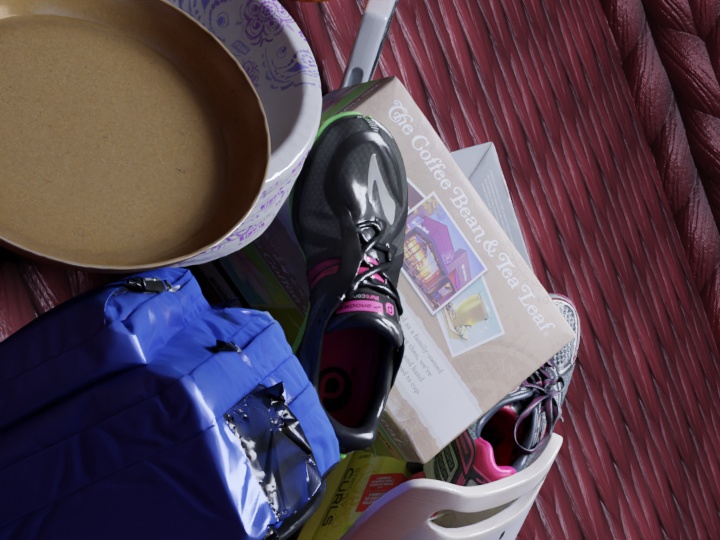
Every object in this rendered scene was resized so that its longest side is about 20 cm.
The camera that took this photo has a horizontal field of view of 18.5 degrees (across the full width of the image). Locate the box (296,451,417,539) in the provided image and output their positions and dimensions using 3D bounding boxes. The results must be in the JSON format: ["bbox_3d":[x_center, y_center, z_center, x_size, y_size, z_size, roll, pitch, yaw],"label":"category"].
[{"bbox_3d":[0.011,0.158,1.474,0.050,0.075,0.200,51,47,-31],"label":"box"}]

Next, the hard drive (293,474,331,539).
[{"bbox_3d":[-0.022,0.121,1.555,0.135,0.042,0.201,-39,111,-63],"label":"hard drive"}]

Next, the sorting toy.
[{"bbox_3d":[0.035,0.160,1.241,0.200,0.180,0.107,-13,57,-41],"label":"sorting toy"}]

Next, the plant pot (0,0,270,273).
[{"bbox_3d":[-0.145,-0.074,1.134,0.028,0.199,0.201,118,-24,-47],"label":"plant pot"}]

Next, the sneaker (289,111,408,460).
[{"bbox_3d":[0.001,0.011,1.252,0.084,0.076,0.201,-176,-92,-65],"label":"sneaker"}]

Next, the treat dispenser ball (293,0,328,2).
[{"bbox_3d":[-0.039,-0.302,1.655,0.201,0.200,0.202,-17,90,-73],"label":"treat dispenser ball"}]

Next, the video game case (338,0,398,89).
[{"bbox_3d":[-0.001,-0.161,1.762,0.200,0.023,0.182,-72,-179,-61],"label":"video game case"}]

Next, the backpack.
[{"bbox_3d":[-0.102,0.086,1.160,0.168,0.162,0.200,69,18,-1],"label":"backpack"}]

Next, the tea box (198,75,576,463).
[{"bbox_3d":[0.000,0.000,1.401,0.200,0.134,0.197,54,-16,-10],"label":"tea box"}]

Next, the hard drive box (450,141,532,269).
[{"bbox_3d":[0.072,-0.004,1.777,0.200,0.077,0.156,142,-68,-77],"label":"hard drive box"}]

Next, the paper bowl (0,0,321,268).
[{"bbox_3d":[-0.130,-0.087,1.238,0.104,0.200,0.201,120,-23,-46],"label":"paper bowl"}]

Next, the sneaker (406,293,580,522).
[{"bbox_3d":[0.106,0.089,1.476,0.081,0.075,0.200,41,48,-12],"label":"sneaker"}]
